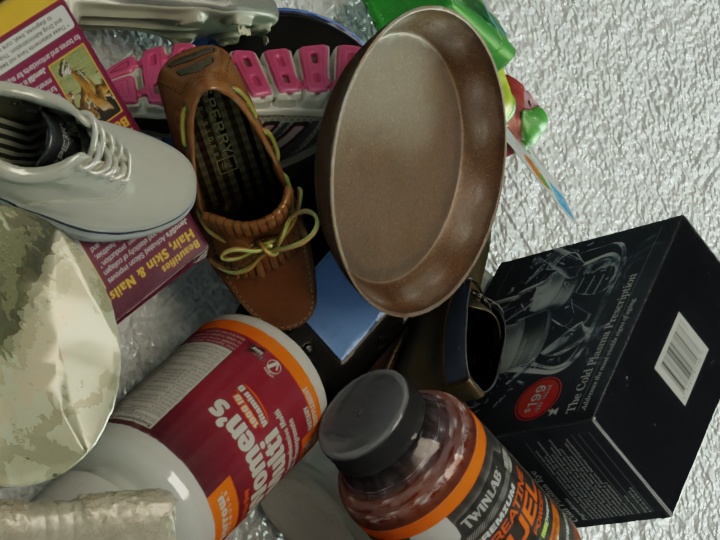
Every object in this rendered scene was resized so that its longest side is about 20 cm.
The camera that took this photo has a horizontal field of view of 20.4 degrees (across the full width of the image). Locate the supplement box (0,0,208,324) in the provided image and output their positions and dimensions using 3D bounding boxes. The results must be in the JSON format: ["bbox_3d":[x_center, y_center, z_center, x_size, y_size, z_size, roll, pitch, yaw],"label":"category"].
[{"bbox_3d":[-0.207,-0.055,1.221,0.131,0.103,0.201,-41,107,-42],"label":"supplement box"}]

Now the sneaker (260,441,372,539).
[{"bbox_3d":[0.015,0.192,1.400,0.201,0.075,0.089,55,36,-17],"label":"sneaker"}]

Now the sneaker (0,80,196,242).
[{"bbox_3d":[-0.167,-0.061,1.139,0.199,0.071,0.074,8,74,-41],"label":"sneaker"}]

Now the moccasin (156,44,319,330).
[{"bbox_3d":[-0.069,-0.043,1.255,0.073,0.078,0.203,-17,124,-7],"label":"moccasin"}]

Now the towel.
[{"bbox_3d":[-0.172,0.219,1.150,0.131,0.034,0.202,-2,109,-19],"label":"towel"}]

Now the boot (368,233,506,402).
[{"bbox_3d":[0.078,0.026,1.435,0.075,0.097,0.201,41,54,-29],"label":"boot"}]

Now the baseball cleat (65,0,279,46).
[{"bbox_3d":[-0.146,-0.202,1.323,0.199,0.070,0.107,-1,78,-31],"label":"baseball cleat"}]

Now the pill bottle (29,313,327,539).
[{"bbox_3d":[-0.116,0.123,1.257,0.200,0.109,0.110,-44,110,-42],"label":"pill bottle"}]

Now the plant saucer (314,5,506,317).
[{"bbox_3d":[0.029,-0.072,1.301,0.200,0.034,0.202,-19,113,-52],"label":"plant saucer"}]

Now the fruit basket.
[{"bbox_3d":[0.092,-0.145,1.510,0.200,0.094,0.186,40,16,-30],"label":"fruit basket"}]

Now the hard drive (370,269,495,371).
[{"bbox_3d":[0.047,0.041,1.494,0.200,0.033,0.140,39,54,-30],"label":"hard drive"}]

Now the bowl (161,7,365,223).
[{"bbox_3d":[-0.044,-0.092,1.410,0.199,0.039,0.202,12,68,-31],"label":"bowl"}]

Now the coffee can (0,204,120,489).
[{"bbox_3d":[-0.245,0.057,1.084,0.146,0.199,0.148,15,68,-41],"label":"coffee can"}]

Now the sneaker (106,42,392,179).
[{"bbox_3d":[-0.078,-0.096,1.318,0.198,0.088,0.074,-3,39,-14],"label":"sneaker"}]

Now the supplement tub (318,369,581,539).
[{"bbox_3d":[0.056,0.152,1.319,0.200,0.106,0.108,47,50,-33],"label":"supplement tub"}]

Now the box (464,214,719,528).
[{"bbox_3d":[0.158,0.080,1.439,0.104,0.181,0.201,48,50,-23],"label":"box"}]

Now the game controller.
[{"bbox_3d":[0.000,0.000,1.365,0.200,0.042,0.104,-49,124,-14],"label":"game controller"}]
